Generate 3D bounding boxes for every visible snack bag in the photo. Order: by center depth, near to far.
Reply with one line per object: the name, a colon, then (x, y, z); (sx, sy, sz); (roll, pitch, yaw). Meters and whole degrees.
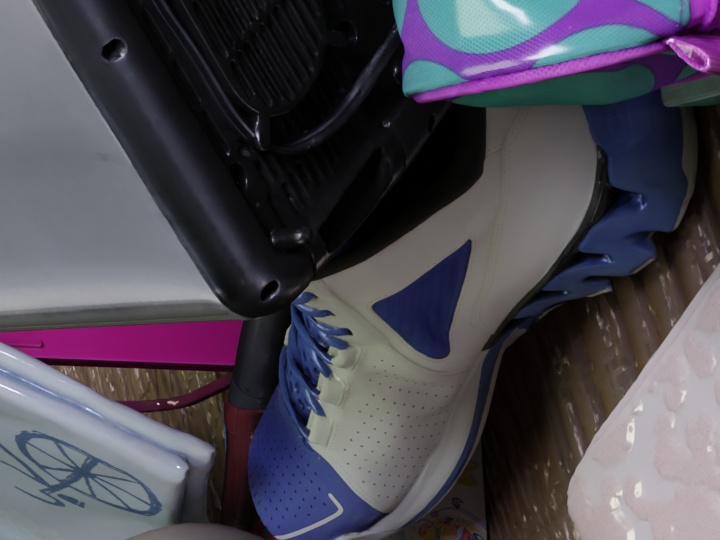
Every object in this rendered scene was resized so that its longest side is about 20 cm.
snack bag: (-0.138, 0.055, 0.922); (0.200, 0.188, 0.021); (102, -167, -68)

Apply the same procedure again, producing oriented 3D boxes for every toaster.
toaster: (-0.052, -0.093, 0.693); (0.118, 0.181, 0.200); (-6, 126, 39)

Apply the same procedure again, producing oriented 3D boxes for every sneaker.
sneaker: (0.000, 0.000, 0.816); (0.200, 0.115, 0.081); (-51, 42, 35)

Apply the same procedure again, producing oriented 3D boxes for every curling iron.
curling iron: (-0.034, 0.052, 0.923); (0.050, 0.025, 0.201); (-94, 14, -55)

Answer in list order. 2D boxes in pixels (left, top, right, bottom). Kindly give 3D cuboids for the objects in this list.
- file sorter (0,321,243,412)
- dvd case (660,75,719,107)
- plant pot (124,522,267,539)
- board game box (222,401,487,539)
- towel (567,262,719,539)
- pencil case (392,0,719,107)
file sorter: (-0.109, -0.052, 0.990); (0.125, 0.139, 0.201); (-26, 65, 58)
dvd case: (0.117, -0.152, 0.714); (0.146, 0.022, 0.201); (-8, 86, 61)
plant pot: (-0.028, 0.173, 0.822); (0.173, 0.199, 0.201); (41, 129, 45)
board game box: (0.000, 0.147, 0.953); (0.134, 0.034, 0.201); (-2, 92, 61)
towel: (0.134, 0.081, 0.707); (0.200, 0.032, 0.191); (64, 145, 35)
pencil case: (0.047, -0.140, 0.656); (0.092, 0.085, 0.201); (-6, 87, 38)
